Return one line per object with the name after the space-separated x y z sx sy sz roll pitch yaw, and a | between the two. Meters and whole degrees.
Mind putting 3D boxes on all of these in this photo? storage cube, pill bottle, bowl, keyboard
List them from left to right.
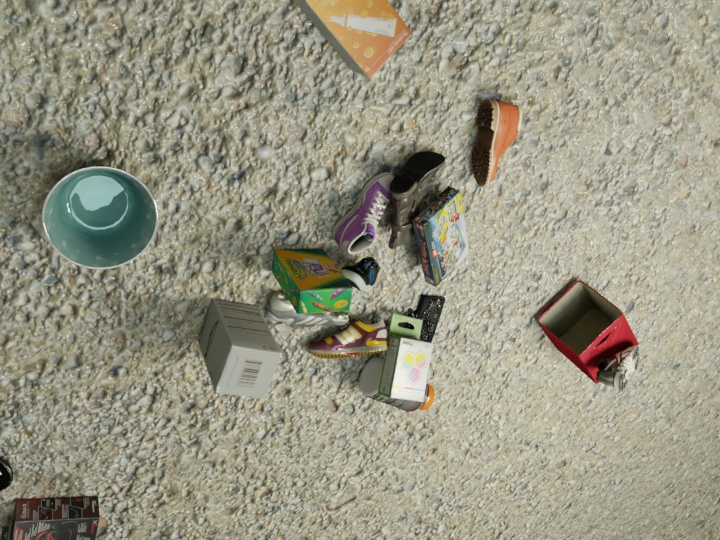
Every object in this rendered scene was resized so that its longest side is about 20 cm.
-0.489 -0.114 1.269 0.199 0.105 0.203 -10 119 -19 | bowl
0.102 0.304 1.758 0.199 0.106 0.107 27 102 -33 | pill bottle
0.159 0.162 1.752 0.103 0.040 0.202 4 112 -27 | keyboard
0.636 0.171 1.888 0.171 0.200 0.180 -44 131 1 | storage cube

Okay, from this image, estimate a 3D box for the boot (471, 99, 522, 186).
0.324 -0.294 1.577 0.106 0.075 0.202 -6 116 -28 | boot

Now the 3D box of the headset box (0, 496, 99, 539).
-0.715 0.604 1.550 0.198 0.075 0.150 6 112 -28 | headset box

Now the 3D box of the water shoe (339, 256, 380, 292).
0.000 0.000 1.530 0.071 0.200 0.079 30 90 8 | water shoe

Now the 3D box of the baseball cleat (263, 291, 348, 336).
-0.129 0.110 1.583 0.198 0.070 0.107 19 113 -21 | baseball cleat

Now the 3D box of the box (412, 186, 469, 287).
0.194 -0.078 1.599 0.136 0.038 0.201 -42 138 -25 | box

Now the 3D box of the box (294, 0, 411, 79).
-0.017 -0.493 1.299 0.124 0.098 0.200 -46 125 3 | box

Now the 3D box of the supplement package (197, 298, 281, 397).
-0.265 0.166 1.458 0.116 0.200 0.118 12 110 -29 | supplement package

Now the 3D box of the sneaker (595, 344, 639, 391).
0.682 0.248 1.798 0.200 0.090 0.067 -33 122 -46 | sneaker

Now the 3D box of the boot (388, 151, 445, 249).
0.122 -0.162 1.552 0.200 0.069 0.175 -43 148 -30 | boot

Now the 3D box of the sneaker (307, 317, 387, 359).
-0.033 0.164 1.652 0.197 0.075 0.091 -3 74 -4 | sneaker

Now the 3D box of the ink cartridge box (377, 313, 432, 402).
0.116 0.215 1.662 0.103 0.059 0.203 14 84 -33 | ink cartridge box

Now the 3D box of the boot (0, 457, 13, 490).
-0.809 0.433 1.368 0.079 0.158 0.211 -45 125 3 | boot

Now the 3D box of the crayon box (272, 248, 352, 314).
-0.108 0.019 1.456 0.117 0.200 0.059 -3 117 -24 | crayon box

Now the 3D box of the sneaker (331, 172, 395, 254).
0.029 -0.120 1.502 0.072 0.114 0.201 33 97 -32 | sneaker
